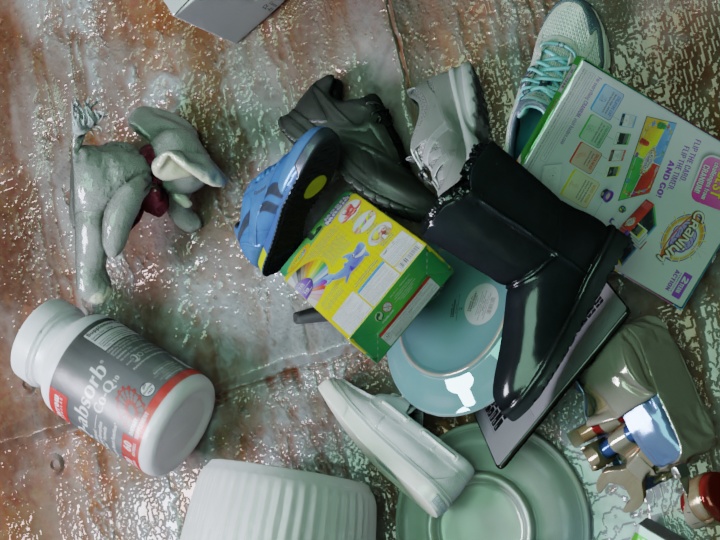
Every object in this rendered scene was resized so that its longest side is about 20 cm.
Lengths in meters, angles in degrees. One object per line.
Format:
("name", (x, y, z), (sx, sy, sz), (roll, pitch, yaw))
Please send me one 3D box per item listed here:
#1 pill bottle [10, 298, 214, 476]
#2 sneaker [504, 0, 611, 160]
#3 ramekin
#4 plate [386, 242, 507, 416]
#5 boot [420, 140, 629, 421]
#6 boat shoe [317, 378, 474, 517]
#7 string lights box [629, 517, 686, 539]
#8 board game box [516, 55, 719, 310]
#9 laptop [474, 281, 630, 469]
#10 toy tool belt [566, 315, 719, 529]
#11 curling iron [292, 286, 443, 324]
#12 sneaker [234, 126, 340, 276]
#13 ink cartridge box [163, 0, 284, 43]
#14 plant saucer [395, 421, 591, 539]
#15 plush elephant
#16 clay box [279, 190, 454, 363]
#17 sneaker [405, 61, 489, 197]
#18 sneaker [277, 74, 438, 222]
("pill bottle", (-0.260, 0.117, 1.567), (0.199, 0.116, 0.117), (29, 96, 21))
("sneaker", (0.184, -0.163, 1.428), (0.077, 0.086, 0.203), (13, 91, 21))
("ramekin", (-0.075, 0.246, 1.447), (0.198, 0.200, 0.107), (6, 78, 21))
("plate", (0.095, 0.039, 1.436), (0.199, 0.025, 0.203), (-22, 56, 35))
("boot", (0.120, 0.007, 1.324), (0.167, 0.076, 0.202), (31, 86, -1))
("boat shoe", (0.034, 0.156, 1.461), (0.068, 0.072, 0.200), (-40, 42, -11))
("string lights box", (0.257, 0.342, 1.378), (0.102, 0.059, 0.202), (28, 97, 19))
("board game box", (0.246, -0.079, 1.378), (0.198, 0.040, 0.154), (30, 99, -5))
("laptop", (0.132, 0.048, 1.422), (0.115, 0.200, 0.188), (35, 101, -15))
("toy tool belt", (0.256, 0.152, 1.375), (0.123, 0.124, 0.202), (-36, 72, 44))
("curling iron", (0.008, 0.027, 1.491), (0.199, 0.025, 0.050), (-21, 44, 39))
("sneaker", (-0.082, -0.082, 1.496), (0.079, 0.066, 0.201), (49, 140, 19))
("ink cartridge box", (-0.181, -0.347, 1.552), (0.085, 0.147, 0.201), (-37, 74, 16))
("plant saucer", (0.120, 0.247, 1.444), (0.197, 0.050, 0.203), (-2, 86, 22))
("plush elephant", (-0.222, -0.090, 1.561), (0.153, 0.165, 0.202), (-2, 122, -14))
("clay box", (0.000, 0.000, 1.457), (0.115, 0.048, 0.200), (-50, 29, 0))
("sneaker", (0.085, -0.102, 1.456), (0.081, 0.075, 0.202), (-13, 57, 18))
("sneaker", (0.010, -0.124, 1.504), (0.199, 0.076, 0.091), (38, 94, 17))
